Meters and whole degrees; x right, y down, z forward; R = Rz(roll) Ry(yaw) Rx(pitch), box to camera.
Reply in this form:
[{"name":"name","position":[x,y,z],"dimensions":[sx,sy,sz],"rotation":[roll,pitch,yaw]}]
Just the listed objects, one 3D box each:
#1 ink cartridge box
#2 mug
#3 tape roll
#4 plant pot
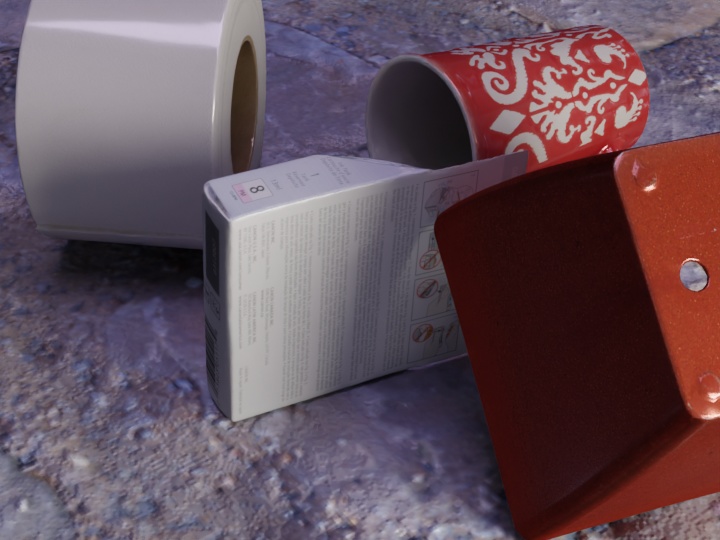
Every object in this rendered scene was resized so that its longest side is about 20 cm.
[{"name":"ink cartridge box","position":[0.000,0.000,0.832],"dimensions":[0.198,0.164,0.057],"rotation":[-18,44,-24]},{"name":"mug","position":[0.126,-0.099,1.038],"dimensions":[0.198,0.180,0.133],"rotation":[-20,4,-33]},{"name":"tape roll","position":[-0.150,-0.119,0.960],"dimensions":[0.137,0.205,0.204],"rotation":[4,35,5]},{"name":"plant pot","position":[0.178,0.018,0.723],"dimensions":[0.197,0.176,0.203],"rotation":[-11,76,-17]}]
